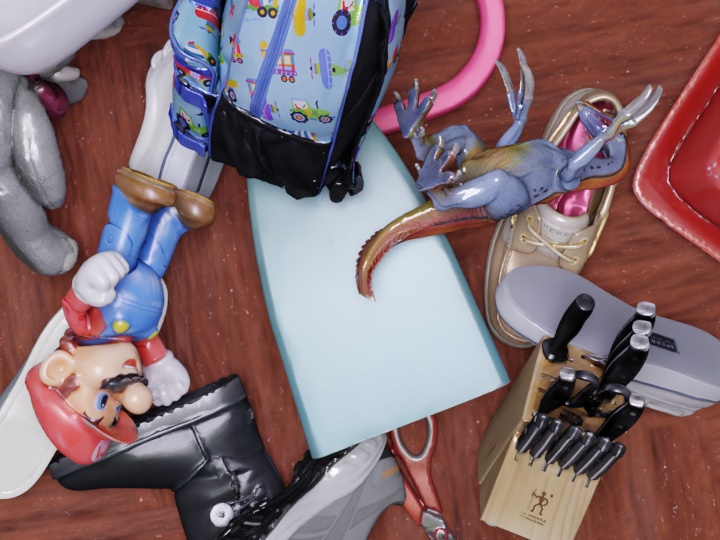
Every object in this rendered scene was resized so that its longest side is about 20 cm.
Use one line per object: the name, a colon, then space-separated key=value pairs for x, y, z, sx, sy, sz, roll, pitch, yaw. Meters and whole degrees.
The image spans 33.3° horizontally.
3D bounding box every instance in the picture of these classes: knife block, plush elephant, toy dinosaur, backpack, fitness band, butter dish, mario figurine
knife block: x=0.139 y=0.086 z=0.809 sx=0.063 sy=0.200 sz=0.178 roll=21 pitch=101 yaw=1
plush elephant: x=-0.250 y=-0.130 z=0.853 sx=0.164 sy=0.201 sz=0.155 roll=28 pitch=64 yaw=23
toy dinosaur: x=0.099 y=-0.069 z=0.790 sx=0.201 sy=0.180 sz=0.105 roll=-54 pitch=45 yaw=23
backpack: x=-0.032 y=-0.161 z=0.704 sx=0.133 sy=0.200 sz=0.185 roll=18 pitch=68 yaw=-2
fitness band: x=0.010 y=-0.174 z=0.898 sx=0.198 sy=0.037 sz=0.145 roll=-18 pitch=94 yaw=4
butter dish: x=0.323 y=-0.085 z=0.833 sx=0.198 sy=0.148 sz=0.201 roll=34 pitch=93 yaw=1
mario figurine: x=-0.152 y=0.040 z=0.826 sx=0.122 sy=0.106 sz=0.202 roll=20 pitch=92 yaw=-27

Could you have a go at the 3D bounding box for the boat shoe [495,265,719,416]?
boat shoe: x=0.175 y=0.061 z=0.861 sx=0.198 sy=0.074 sz=0.066 roll=24 pitch=133 yaw=-15

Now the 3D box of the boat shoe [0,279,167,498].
boat shoe: x=-0.220 y=0.074 z=0.897 sx=0.073 sy=0.062 sz=0.201 roll=38 pitch=87 yaw=-22

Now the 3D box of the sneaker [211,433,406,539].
sneaker: x=-0.042 y=0.191 z=0.852 sx=0.199 sy=0.074 sz=0.080 roll=-38 pitch=104 yaw=-27

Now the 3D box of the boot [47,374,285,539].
boot: x=-0.125 y=0.202 z=0.905 sx=0.163 sy=0.066 sz=0.202 roll=-22 pitch=96 yaw=4

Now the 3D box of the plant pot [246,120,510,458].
plant pot: x=0.000 y=0.000 z=0.847 sx=0.140 sy=0.141 sz=0.202 roll=-21 pitch=93 yaw=3

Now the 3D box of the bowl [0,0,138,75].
bowl: x=-0.191 y=-0.220 z=0.758 sx=0.199 sy=0.075 sz=0.200 roll=-42 pitch=58 yaw=-6

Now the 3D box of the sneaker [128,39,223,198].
sneaker: x=-0.118 y=-0.145 z=0.869 sx=0.070 sy=0.073 sz=0.202 roll=29 pitch=104 yaw=17

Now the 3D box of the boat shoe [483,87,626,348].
boat shoe: x=0.141 y=-0.040 z=0.879 sx=0.073 sy=0.069 sz=0.203 roll=18 pitch=93 yaw=1

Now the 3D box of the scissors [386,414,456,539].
scissors: x=0.049 y=0.194 z=0.921 sx=0.072 sy=0.014 sz=0.202 roll=-20 pitch=92 yaw=1

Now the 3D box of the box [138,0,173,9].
box: x=-0.231 y=-0.255 z=0.874 sx=0.197 sy=0.095 sz=0.079 roll=13 pitch=91 yaw=0
